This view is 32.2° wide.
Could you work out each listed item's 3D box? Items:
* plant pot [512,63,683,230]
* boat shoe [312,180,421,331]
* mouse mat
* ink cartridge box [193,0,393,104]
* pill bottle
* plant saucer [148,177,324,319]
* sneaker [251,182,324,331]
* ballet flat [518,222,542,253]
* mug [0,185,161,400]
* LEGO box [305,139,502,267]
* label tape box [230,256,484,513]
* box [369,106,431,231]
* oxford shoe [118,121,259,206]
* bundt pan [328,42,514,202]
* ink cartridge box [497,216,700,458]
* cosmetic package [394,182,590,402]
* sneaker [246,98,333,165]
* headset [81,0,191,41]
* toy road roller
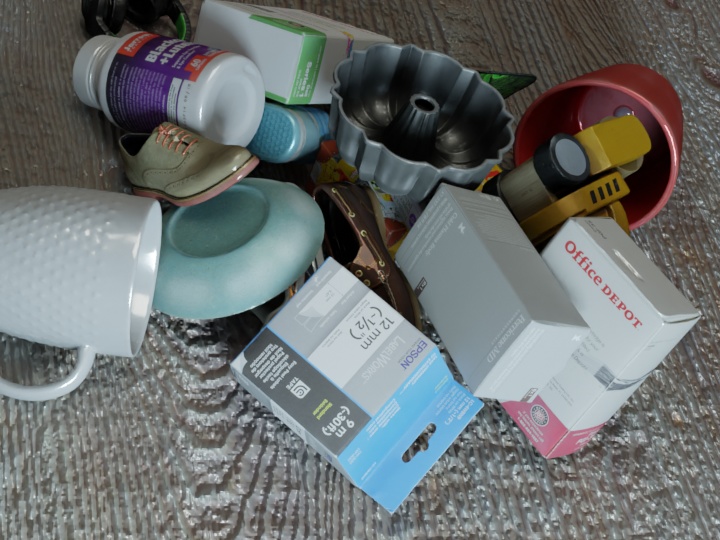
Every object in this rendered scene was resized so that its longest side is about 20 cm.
[{"bbox_3d":[0.310,-0.166,1.541,0.200,0.201,0.177,33,35,9],"label":"plant pot"},{"bbox_3d":[0.000,0.000,1.287,0.070,0.070,0.200,3,59,-50],"label":"boat shoe"},{"bbox_3d":[0.096,-0.204,1.485,0.161,0.200,0.008,0,79,-23],"label":"mouse mat"},{"bbox_3d":[-0.076,-0.252,1.448,0.145,0.084,0.200,23,18,27],"label":"ink cartridge box"},{"bbox_3d":[-0.212,-0.197,1.353,0.200,0.112,0.111,18,37,30],"label":"pill bottle"},{"bbox_3d":[-0.136,-0.037,1.244,0.200,0.039,0.201,-9,43,9],"label":"plant saucer"},{"bbox_3d":[-0.085,-0.015,1.287,0.079,0.079,0.200,4,48,-28],"label":"sneaker"},{"bbox_3d":[0.209,-0.015,1.445,0.066,0.057,0.200,14,35,-32],"label":"ballet flat"},{"bbox_3d":[-0.286,0.019,1.134,0.175,0.148,0.201,8,74,-2],"label":"mug"},{"bbox_3d":[0.062,-0.087,1.423,0.200,0.077,0.149,-15,55,-34],"label":"LEGO box"},{"bbox_3d":[-0.001,0.106,1.171,0.200,0.066,0.143,39,75,14],"label":"label tape box"},{"bbox_3d":[0.043,-0.118,1.359,0.041,0.039,0.200,-5,50,-25],"label":"box"},{"bbox_3d":[-0.183,-0.112,1.260,0.070,0.200,0.075,-46,119,-36],"label":"oxford shoe"},{"bbox_3d":[0.055,-0.147,1.307,0.201,0.076,0.202,12,44,-12],"label":"bundt pan"},{"bbox_3d":[0.217,0.065,1.244,0.083,0.200,0.147,-4,48,-48],"label":"ink cartridge box"},{"bbox_3d":[0.124,0.021,1.214,0.090,0.107,0.200,12,34,-35],"label":"cosmetic package"},{"bbox_3d":[-0.119,-0.169,1.438,0.200,0.080,0.130,27,15,29],"label":"sneaker"},{"bbox_3d":[-0.281,-0.335,1.502,0.123,0.094,0.200,-26,73,-40],"label":"headset"},{"bbox_3d":[0.244,-0.074,1.374,0.200,0.123,0.146,-24,84,-42],"label":"toy road roller"}]
